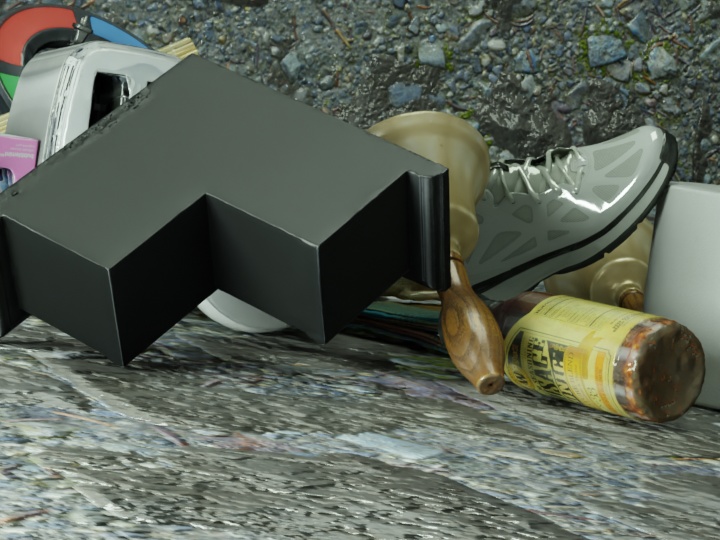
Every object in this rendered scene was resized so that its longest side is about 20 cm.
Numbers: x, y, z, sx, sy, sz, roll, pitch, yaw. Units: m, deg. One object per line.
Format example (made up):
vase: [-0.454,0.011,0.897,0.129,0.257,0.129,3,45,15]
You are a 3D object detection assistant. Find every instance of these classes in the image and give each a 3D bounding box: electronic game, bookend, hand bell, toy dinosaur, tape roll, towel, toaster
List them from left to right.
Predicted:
electronic game: [-0.204,-0.133,1.818,0.200,0.042,0.200,26,36,-21]
toaster: [-0.171,-0.075,1.551,0.113,0.200,0.129,10,-5,-23]
bookend: [-0.084,-0.011,1.346,0.200,0.092,0.199,25,48,29]
toy dinosaur: [0.000,0.000,1.728,0.200,0.058,0.101,16,-12,-3]
hand bell: [0.056,0.003,1.435,0.104,0.104,0.200,5,38,-22]
towel: [0.080,0.042,1.690,0.147,0.022,0.200,11,5,39]
hand bell: [0.213,0.026,1.811,0.104,0.104,0.200,6,16,-11]
tape roll: [0.289,0.020,1.552,0.202,0.139,0.203,7,4,-1]

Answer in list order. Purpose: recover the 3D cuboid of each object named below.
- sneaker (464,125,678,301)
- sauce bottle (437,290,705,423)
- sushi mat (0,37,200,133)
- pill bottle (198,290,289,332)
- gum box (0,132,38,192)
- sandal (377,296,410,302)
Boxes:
sneaker: [0.107,-0.053,1.550,0.115,0.200,0.076,41,28,-26]
sauce bottle: [0.123,0.048,1.433,0.066,0.066,0.200,4,4,-35]
sushi mat: [-0.184,-0.089,1.638,0.200,0.096,0.012,-25,-11,-19]
pill bottle: [-0.073,-0.018,1.599,0.114,0.114,0.200,7,4,-9]
gum box: [-0.293,-0.042,1.542,0.066,0.114,0.200,3,6,-41]
sandal: [0.005,-0.004,1.875,0.079,0.059,0.207,8,6,1]
